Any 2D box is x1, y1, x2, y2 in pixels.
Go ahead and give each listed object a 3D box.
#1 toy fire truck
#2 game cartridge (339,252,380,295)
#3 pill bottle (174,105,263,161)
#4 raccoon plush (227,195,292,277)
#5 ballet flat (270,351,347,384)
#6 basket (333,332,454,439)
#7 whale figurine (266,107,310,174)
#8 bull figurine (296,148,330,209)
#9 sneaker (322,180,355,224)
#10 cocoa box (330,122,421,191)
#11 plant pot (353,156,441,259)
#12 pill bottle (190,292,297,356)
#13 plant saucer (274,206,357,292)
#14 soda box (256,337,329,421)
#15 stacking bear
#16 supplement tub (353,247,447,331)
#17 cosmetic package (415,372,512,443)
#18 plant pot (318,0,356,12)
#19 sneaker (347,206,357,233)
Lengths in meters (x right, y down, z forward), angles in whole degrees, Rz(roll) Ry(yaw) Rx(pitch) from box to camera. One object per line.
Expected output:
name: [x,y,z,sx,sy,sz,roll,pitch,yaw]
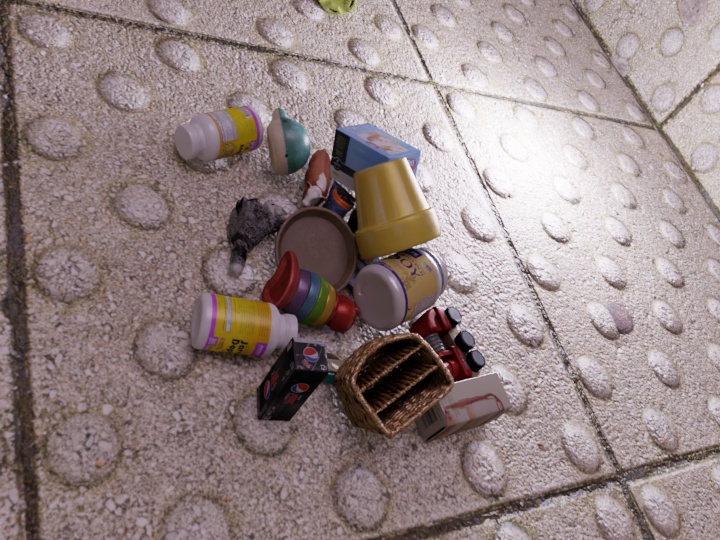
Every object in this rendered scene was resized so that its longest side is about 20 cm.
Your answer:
toy fire truck: [0.153,0.185,1.487,0.196,0.129,0.179,0,55,-45]
game cartridge: [0.000,0.000,1.578,0.200,0.039,0.130,44,48,4]
pill bottle: [-0.328,-0.315,1.545,0.197,0.105,0.105,-24,71,-42]
raccoon plush: [-0.223,-0.067,1.472,0.132,0.095,0.207,20,75,-35]
ballet flat: [-0.095,0.189,1.344,0.196,0.069,0.071,19,46,-33]
basket: [0.064,0.210,1.314,0.197,0.148,0.146,-29,102,-28]
whale figurine: [-0.176,-0.319,1.627,0.100,0.163,0.202,-8,31,-6]
bull figurine: [-0.110,-0.202,1.598,0.064,0.122,0.204,23,46,-14]
sneaker: [-0.060,-0.160,1.604,0.075,0.079,0.200,41,10,-5]
cocoa box: [0.034,-0.273,1.692,0.131,0.135,0.198,-20,43,-42]
plant pot: [0.069,-0.146,1.514,0.198,0.198,0.195,-21,98,-42]
pill bottle: [-0.223,0.109,1.291,0.195,0.105,0.107,10,50,-26]
plant saucer: [-0.100,-0.039,1.490,0.194,0.029,0.207,3,82,-23]
soda box: [-0.126,0.202,1.213,0.069,0.201,0.065,8,51,-26]
stacking bear: [-0.093,0.066,1.410,0.197,0.123,0.114,28,17,-29]
supplement tub: [0.093,0.035,1.492,0.198,0.146,0.147,-24,70,-44]
cosmetic package: [0.219,0.295,1.441,0.195,0.104,0.089,-7,61,-35]
plant pot: [-0.069,-0.957,2.189,0.195,0.200,0.189,17,59,-20]
sneaker: [0.060,-0.111,1.649,0.195,0.083,0.086,0,28,-32]
